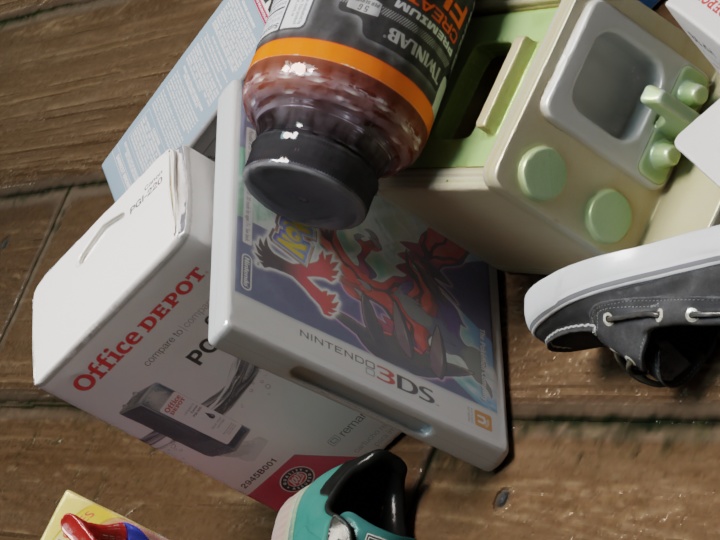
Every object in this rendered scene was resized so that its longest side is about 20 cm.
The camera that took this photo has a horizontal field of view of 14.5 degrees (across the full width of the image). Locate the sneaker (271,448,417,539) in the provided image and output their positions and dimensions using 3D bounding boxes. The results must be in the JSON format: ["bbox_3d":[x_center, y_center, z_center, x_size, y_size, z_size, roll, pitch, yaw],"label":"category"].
[{"bbox_3d":[-0.010,0.177,1.515,0.080,0.071,0.201,-45,28,35],"label":"sneaker"}]

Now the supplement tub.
[{"bbox_3d":[0.001,-0.124,1.534,0.107,0.107,0.201,-16,49,54],"label":"supplement tub"}]

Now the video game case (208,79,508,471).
[{"bbox_3d":[0.000,0.000,1.556,0.023,0.182,0.201,-48,28,34],"label":"video game case"}]

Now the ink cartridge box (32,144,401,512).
[{"bbox_3d":[-0.068,0.038,1.613,0.146,0.200,0.085,-44,30,28],"label":"ink cartridge box"}]

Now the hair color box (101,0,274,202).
[{"bbox_3d":[-0.063,-0.102,1.737,0.200,0.099,0.061,-50,46,31],"label":"hair color box"}]

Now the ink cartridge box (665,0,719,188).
[{"bbox_3d":[0.230,-0.130,1.372,0.200,0.067,0.116,-42,29,2],"label":"ink cartridge box"}]

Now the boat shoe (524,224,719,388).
[{"bbox_3d":[0.155,0.025,1.405,0.200,0.070,0.067,-17,71,47],"label":"boat shoe"}]

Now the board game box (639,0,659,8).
[{"bbox_3d":[0.146,-0.230,1.681,0.200,0.056,0.196,-46,30,24],"label":"board game box"}]

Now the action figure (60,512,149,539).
[{"bbox_3d":[-0.090,0.191,1.544,0.065,0.200,0.099,-43,61,22],"label":"action figure"}]

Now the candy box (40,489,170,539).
[{"bbox_3d":[-0.163,0.245,1.656,0.201,0.116,0.056,-62,-15,-9],"label":"candy box"}]

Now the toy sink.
[{"bbox_3d":[0.114,-0.078,1.519,0.200,0.112,0.131,5,67,61],"label":"toy sink"}]
